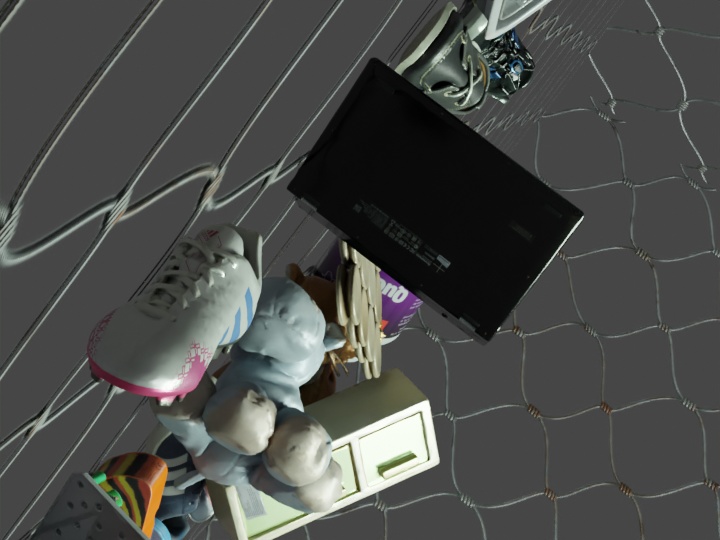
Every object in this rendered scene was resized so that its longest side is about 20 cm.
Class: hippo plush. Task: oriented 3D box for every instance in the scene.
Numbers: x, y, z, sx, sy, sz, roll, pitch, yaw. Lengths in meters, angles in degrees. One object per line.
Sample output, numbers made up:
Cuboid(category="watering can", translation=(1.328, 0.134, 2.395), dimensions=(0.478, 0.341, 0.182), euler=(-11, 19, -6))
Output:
Cuboid(category="hippo plush", translation=(-0.063, 0.099, 1.514), dimensions=(0.200, 0.159, 0.161), euler=(81, 33, -60))

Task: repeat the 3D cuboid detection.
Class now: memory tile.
Cuboid(category="memory tile", translation=(0.000, 0.000, 1.601), dimensions=(0.200, 0.017, 0.153), euler=(72, 18, -69))

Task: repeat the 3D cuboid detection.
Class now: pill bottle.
Cuboid(category="pill bottle", translation=(0.021, -0.001, 1.928), dimensions=(0.200, 0.112, 0.112), euler=(-55, 175, 29))

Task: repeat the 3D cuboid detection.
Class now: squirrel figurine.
Cuboid(category="squirrel figurine", translation=(-0.056, 0.072, 1.757), dimensions=(0.200, 0.141, 0.187), euler=(-60, 173, -59))

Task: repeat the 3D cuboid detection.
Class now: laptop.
Cuboid(category="laptop", translation=(0.052, -0.044, 1.396), dimensions=(0.200, 0.187, 0.116), euler=(-55, 176, 31))

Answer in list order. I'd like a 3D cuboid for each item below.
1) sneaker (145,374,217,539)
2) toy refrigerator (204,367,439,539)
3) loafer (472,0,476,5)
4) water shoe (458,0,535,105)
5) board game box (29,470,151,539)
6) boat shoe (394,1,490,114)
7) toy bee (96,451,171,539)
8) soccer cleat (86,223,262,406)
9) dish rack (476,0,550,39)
Cuboid(category="sneaker", translation=(-0.152, 0.174, 1.687), dimensions=(0.075, 0.085, 0.200), euler=(-48, 174, -45))
Cuboid(category="toy refrigerator", translation=(-0.034, 0.168, 1.659), dimensions=(0.200, 0.070, 0.076), euler=(-22, 124, -18))
Cuboid(category="loafer", translation=(0.130, -0.245, 1.463), dimensions=(0.070, 0.075, 0.200), euler=(-42, 177, 28))
Cuboid(category="water shoe", translation=(0.121, -0.196, 1.623), dimensions=(0.072, 0.079, 0.200), euler=(-53, 176, -1))
Cuboid(category="board game box", translation=(-0.183, 0.279, 1.416), dimensions=(0.026, 0.200, 0.200), euler=(-24, 154, -55))
Cuboid(category="boat shoe", translation=(0.071, -0.162, 1.471), dimensions=(0.072, 0.068, 0.200), euler=(-51, 174, 1))
Cuboid(category="toy bee", translation=(-0.215, 0.234, 1.514), dimensions=(0.131, 0.109, 0.200), euler=(-26, 127, -76))
Cuboid(category="soccer cleat", translation=(-0.105, 0.017, 1.097), dimensions=(0.200, 0.070, 0.086), euler=(-46, 156, -75))
Cuboid(category="dish rack", translation=(0.146, -0.238, 1.274), dimensions=(0.172, 0.044, 0.200), euler=(-37, 173, -4))
